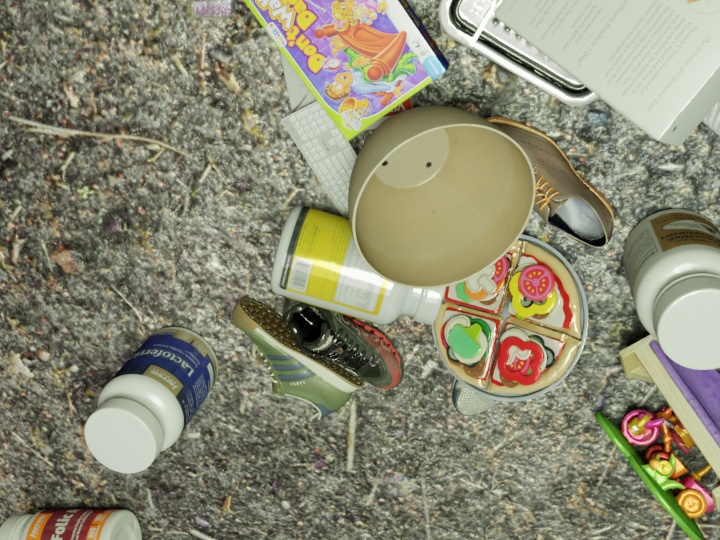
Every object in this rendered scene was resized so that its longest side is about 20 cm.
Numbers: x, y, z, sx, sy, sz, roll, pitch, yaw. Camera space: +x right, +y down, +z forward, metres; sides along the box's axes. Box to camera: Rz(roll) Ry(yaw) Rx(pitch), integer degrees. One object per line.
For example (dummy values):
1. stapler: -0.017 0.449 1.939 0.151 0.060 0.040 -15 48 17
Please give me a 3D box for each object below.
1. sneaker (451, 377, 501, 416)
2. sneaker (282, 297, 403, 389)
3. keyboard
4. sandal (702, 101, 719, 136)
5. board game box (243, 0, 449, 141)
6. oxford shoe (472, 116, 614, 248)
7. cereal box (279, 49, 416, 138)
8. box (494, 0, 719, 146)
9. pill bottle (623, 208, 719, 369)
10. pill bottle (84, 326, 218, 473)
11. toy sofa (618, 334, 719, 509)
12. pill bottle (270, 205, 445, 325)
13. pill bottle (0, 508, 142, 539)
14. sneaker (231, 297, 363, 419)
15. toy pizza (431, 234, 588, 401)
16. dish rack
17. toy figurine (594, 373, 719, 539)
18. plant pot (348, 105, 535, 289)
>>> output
1. sneaker: 0.188 0.125 1.016 0.077 0.085 0.200 39 116 -15
2. sneaker: -0.026 0.092 1.045 0.200 0.098 0.071 44 113 -10
3. keyboard: -0.019 -0.110 0.976 0.056 0.011 0.200 -20 122 23
4. sandal: 0.346 -0.217 0.848 0.206 0.059 0.079 35 111 -14
5. board game box: -0.017 -0.259 0.871 0.134 0.045 0.200 -32 104 22
6. oxford shoe: 0.209 -0.100 0.923 0.200 0.073 0.071 36 116 -5
7. cereal box: -0.020 -0.256 0.921 0.143 0.040 0.201 -5 112 14
8. box: 0.255 -0.234 0.748 0.200 0.106 0.152 45 114 19
9. pill bottle: 0.349 0.018 0.874 0.114 0.200 0.115 4 114 9
10. pill bottle: -0.271 0.167 1.072 0.115 0.200 0.116 4 115 10
11. toy sofa: 0.389 0.158 0.928 0.097 0.200 0.083 -31 146 8
12. pill bottle: 0.000 0.000 0.980 0.199 0.112 0.112 16 116 -1
13. pill bottle: -0.456 0.431 1.277 0.199 0.114 0.115 -4 113 13
14. sneaker: -0.101 0.127 1.091 0.200 0.067 0.090 34 111 -8
15. toy pizza: 0.169 0.055 0.969 0.200 0.032 0.201 -2 87 32
16. dish rack: 0.201 -0.288 0.858 0.200 0.044 0.172 30 115 -2
17. toy figurine: 0.424 0.200 1.003 0.184 0.150 0.200 -41 76 11
18. plant pot: 0.071 -0.100 0.894 0.200 0.135 0.201 -9 129 -12
